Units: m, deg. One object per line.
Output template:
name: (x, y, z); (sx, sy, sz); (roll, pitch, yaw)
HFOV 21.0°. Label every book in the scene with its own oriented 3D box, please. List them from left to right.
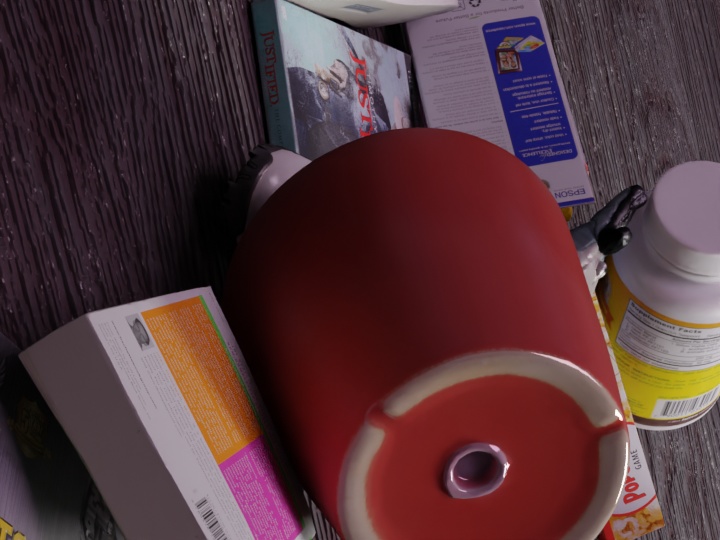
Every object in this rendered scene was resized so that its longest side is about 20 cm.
book: (-0.072, 0.078, 0.837); (0.134, 0.048, 0.200); (61, 6, 2)

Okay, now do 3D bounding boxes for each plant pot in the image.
plant pot: (0.038, 0.055, 0.961); (0.201, 0.200, 0.177); (63, 2, -31)

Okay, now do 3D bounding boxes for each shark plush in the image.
shark plush: (0.100, -0.001, 1.207); (0.083, 0.200, 0.091); (41, -12, 33)

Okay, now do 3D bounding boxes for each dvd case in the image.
dvd case: (-0.006, -0.082, 1.215); (0.200, 0.022, 0.146); (13, 68, -66)

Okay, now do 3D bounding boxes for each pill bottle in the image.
pill bottle: (0.216, 0.016, 1.325); (0.200, 0.109, 0.109); (99, -2, -54)

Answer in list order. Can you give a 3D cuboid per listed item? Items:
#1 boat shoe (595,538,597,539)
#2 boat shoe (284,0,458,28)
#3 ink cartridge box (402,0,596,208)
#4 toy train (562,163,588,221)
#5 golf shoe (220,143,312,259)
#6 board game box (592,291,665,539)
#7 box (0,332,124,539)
boat shoe: (0.096, 0.118, 1.309); (0.064, 0.071, 0.200); (-147, -146, -73)
boat shoe: (0.000, -0.195, 1.236); (0.200, 0.072, 0.069); (-4, 85, -57)
ink cartridge box: (0.089, -0.108, 1.297); (0.037, 0.095, 0.200); (83, -3, -53)
toy train: (0.130, -0.061, 1.402); (0.150, 0.056, 0.200); (-126, -163, -65)
golf shoe: (0.000, 0.000, 1.080); (0.078, 0.094, 0.200); (-61, 139, -17)
board game box: (0.137, 0.073, 1.341); (0.151, 0.046, 0.200); (-141, -149, -72)
box: (-0.145, 0.120, 0.768); (0.200, 0.048, 0.159); (52, 35, -46)
